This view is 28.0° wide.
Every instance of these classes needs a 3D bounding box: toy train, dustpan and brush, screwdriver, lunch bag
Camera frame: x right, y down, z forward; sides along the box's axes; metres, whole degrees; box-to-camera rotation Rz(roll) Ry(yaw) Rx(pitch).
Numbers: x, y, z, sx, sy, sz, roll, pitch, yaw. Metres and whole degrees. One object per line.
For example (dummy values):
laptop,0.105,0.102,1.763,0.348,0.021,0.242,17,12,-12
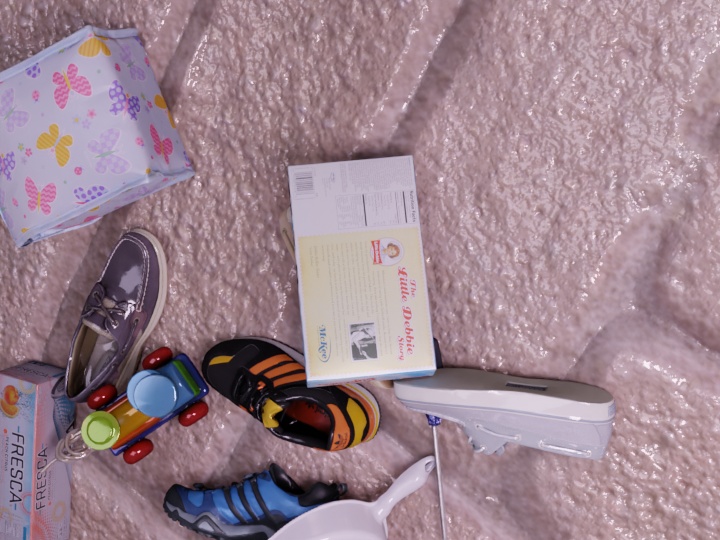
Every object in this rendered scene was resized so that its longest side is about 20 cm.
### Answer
toy train,-0.253,0.160,1.445,0.200,0.116,0.085,-34,87,4
dustpan and brush,-0.001,0.249,1.358,0.200,0.140,0.057,-37,35,6
screwdriver,0.074,0.161,1.348,0.029,0.028,0.200,-7,93,39
lunch bag,-0.294,-0.133,1.451,0.200,0.127,0.170,-23,89,20

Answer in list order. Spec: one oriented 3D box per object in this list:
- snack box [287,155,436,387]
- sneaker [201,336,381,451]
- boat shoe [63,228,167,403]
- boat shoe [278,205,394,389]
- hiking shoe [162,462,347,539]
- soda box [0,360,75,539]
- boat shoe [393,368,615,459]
snack box,0.000,0.000,1.298,0.116,0.037,0.200,-5,78,-3
sneaker,-0.082,0.119,1.393,0.200,0.090,0.070,20,108,24
boat shoe,-0.257,0.053,1.493,0.072,0.065,0.200,31,112,21
boat shoe,-0.017,0.023,1.357,0.065,0.072,0.200,-30,82,40
hiking shoe,-0.104,0.234,1.447,0.200,0.074,0.087,10,84,25
soda box,-0.358,0.205,1.573,0.064,0.068,0.200,12,105,26
boat shoe,0.125,0.133,1.285,0.201,0.070,0.072,6,103,17
